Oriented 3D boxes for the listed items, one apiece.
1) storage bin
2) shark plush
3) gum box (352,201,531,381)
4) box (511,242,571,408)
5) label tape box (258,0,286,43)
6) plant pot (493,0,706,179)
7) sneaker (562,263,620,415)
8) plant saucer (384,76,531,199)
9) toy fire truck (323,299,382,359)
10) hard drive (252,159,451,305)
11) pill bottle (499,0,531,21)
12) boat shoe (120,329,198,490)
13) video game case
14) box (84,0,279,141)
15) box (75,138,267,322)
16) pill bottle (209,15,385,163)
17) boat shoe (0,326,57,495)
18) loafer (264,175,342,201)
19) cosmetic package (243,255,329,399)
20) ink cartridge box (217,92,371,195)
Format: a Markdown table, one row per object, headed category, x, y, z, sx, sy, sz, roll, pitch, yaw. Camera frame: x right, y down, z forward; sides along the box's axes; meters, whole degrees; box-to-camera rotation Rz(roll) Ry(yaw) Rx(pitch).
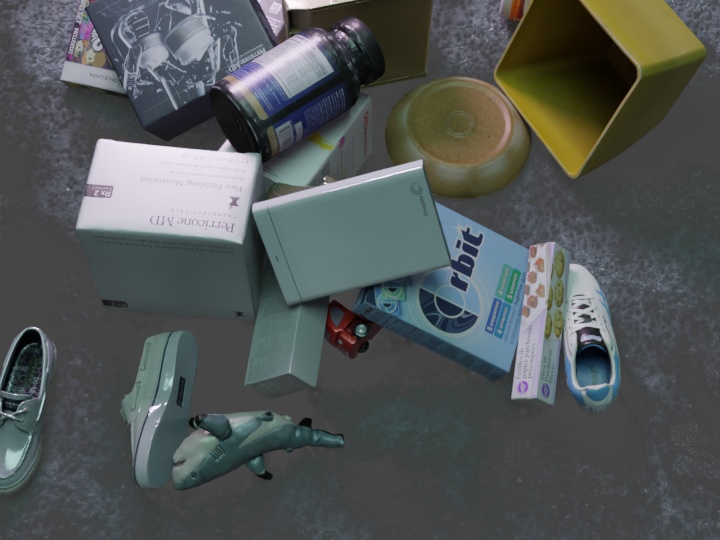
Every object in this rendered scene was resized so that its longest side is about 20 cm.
| category | x | y | z | sx | sy | sz | roll | pitch | yaw |
| --- | --- | --- | --- | --- | --- | --- | --- | --- | --- |
| storage bin | -0.007 | -0.335 | 1.693 | 0.198 | 0.200 | 0.094 | -12 | 64 | -7 |
| shark plush | -0.123 | 0.208 | 1.489 | 0.199 | 0.091 | 0.084 | -1 | 81 | -25 |
| gum box | 0.108 | 0.016 | 1.549 | 0.200 | 0.045 | 0.170 | 26 | 62 | -12 |
| box | 0.220 | 0.065 | 1.538 | 0.039 | 0.041 | 0.201 | -9 | 62 | 44 |
| label tape box | -0.147 | -0.393 | 1.800 | 0.144 | 0.063 | 0.200 | 21 | 63 | 11 |
| plant pot | 0.328 | -0.271 | 1.670 | 0.176 | 0.200 | 0.200 | -16 | 60 | -32 |
| sneaker | 0.277 | 0.075 | 1.542 | 0.072 | 0.073 | 0.201 | -5 | 60 | -1 |
| plant saucer | 0.133 | -0.189 | 1.707 | 0.199 | 0.035 | 0.201 | 0 | 61 | -1 |
| toy fire truck | 0.000 | 0.000 | 1.593 | 0.141 | 0.049 | 0.200 | 36 | 67 | 18 |
| hard drive | -0.008 | -0.041 | 1.449 | 0.199 | 0.132 | 0.027 | -14 | 29 | 8 |
| pill bottle | 0.301 | -0.394 | 1.777 | 0.199 | 0.113 | 0.113 | 10 | 61 | 5 |
| boat shoe | -0.246 | 0.163 | 1.496 | 0.070 | 0.071 | 0.201 | -5 | 61 | 23 |
| video game case | -0.300 | -0.333 | 1.733 | 0.181 | 0.036 | 0.201 | 14 | 88 | 9 |
| box | -0.220 | -0.299 | 1.646 | 0.200 | 0.104 | 0.183 | -28 | 83 | 7 |
| box | -0.218 | -0.044 | 1.528 | 0.198 | 0.200 | 0.131 | 5 | 61 | 3 |
| pill bottle | -0.073 | -0.223 | 1.533 | 0.200 | 0.112 | 0.112 | -34 | 67 | -18 |
| boat shoe | -0.404 | 0.159 | 1.487 | 0.070 | 0.072 | 0.201 | 5 | 61 | 2 |
| loafer | -0.021 | -0.083 | 1.492 | 0.199 | 0.075 | 0.070 | -3 | 68 | -6 |
| cosmetic package | -0.082 | 0.050 | 1.541 | 0.082 | 0.051 | 0.201 | -17 | 53 | 40 |
| ink cartridge box | -0.074 | -0.160 | 1.636 | 0.125 | 0.129 | 0.200 | 27 | 63 | 14 |
